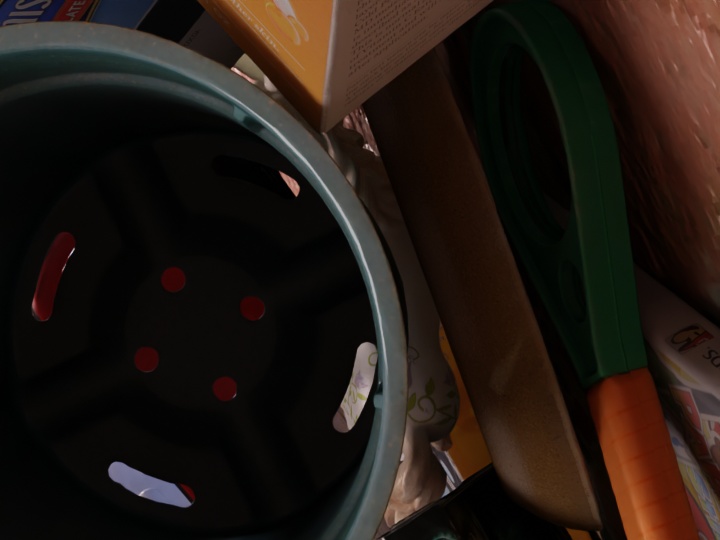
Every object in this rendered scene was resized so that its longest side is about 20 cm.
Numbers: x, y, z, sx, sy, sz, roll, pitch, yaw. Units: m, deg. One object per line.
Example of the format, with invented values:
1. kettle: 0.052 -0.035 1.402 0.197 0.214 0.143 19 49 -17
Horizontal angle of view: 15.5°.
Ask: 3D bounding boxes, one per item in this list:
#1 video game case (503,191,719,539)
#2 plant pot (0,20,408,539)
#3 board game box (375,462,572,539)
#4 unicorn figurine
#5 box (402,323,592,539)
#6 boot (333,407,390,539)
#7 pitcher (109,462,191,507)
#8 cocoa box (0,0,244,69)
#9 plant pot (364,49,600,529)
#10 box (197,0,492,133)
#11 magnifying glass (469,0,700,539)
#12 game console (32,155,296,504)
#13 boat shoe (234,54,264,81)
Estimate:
1. video game case: 0.115 0.089 0.868 0.182 0.023 0.200 44 157 59
2. plant pot: -0.070 0.027 0.835 0.200 0.200 0.196 63 -171 2
3. board game box: 0.067 0.132 0.918 0.135 0.028 0.200 58 -171 4
4. unicorn figurine: 0.000 0.000 1.003 0.200 0.074 0.137 63 -179 4
5. box: 0.057 0.102 1.116 0.200 0.041 0.119 59 168 15
6. boot: 0.016 0.144 1.239 0.200 0.096 0.074 61 168 12
7. pitcher: -0.082 0.144 1.187 0.200 0.121 0.172 57 157 15
8. cocoa box: -0.115 -0.161 0.876 0.133 0.131 0.200 -41 62 51
9. plant pot: 0.033 -0.005 0.870 0.200 0.027 0.200 -21 -90 -88
10. box: -0.011 -0.142 0.683 0.124 0.097 0.200 47 164 13
11. magnifying glass: 0.071 0.013 0.804 0.080 0.022 0.200 132 122 -71
12. game console: -0.090 -0.017 1.131 0.172 0.119 0.200 48 174 41
13. boat shoe: -0.032 -0.108 1.006 0.074 0.063 0.201 35 174 -9
